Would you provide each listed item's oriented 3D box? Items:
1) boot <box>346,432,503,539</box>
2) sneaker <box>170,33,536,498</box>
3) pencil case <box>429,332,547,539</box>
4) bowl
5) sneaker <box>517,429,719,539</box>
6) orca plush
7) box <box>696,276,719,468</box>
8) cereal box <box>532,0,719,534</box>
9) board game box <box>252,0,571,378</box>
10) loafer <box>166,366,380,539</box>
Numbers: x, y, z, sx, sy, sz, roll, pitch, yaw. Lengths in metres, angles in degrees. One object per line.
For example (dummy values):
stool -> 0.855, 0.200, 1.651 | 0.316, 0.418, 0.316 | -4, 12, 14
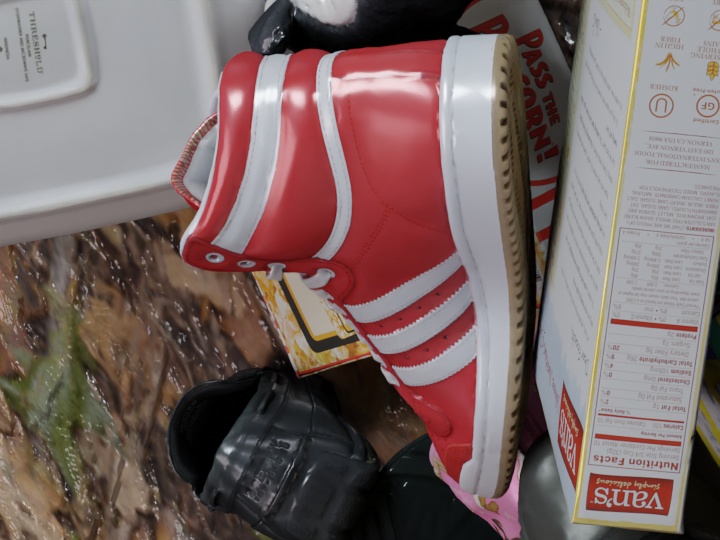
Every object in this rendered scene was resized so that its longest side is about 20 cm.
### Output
boot -> 0.004, 0.154, 1.246 | 0.073, 0.199, 0.162 | 20, 179, -7
sneaker -> 0.000, 0.000, 0.986 | 0.112, 0.071, 0.201 | 1, 136, 7
pencil case -> 0.108, 0.111, 1.074 | 0.200, 0.083, 0.087 | 50, 140, 21
bowl -> -0.120, -0.092, 1.046 | 0.075, 0.199, 0.201 | -108, 9, -57
sneaker -> 0.123, 0.120, 0.970 | 0.200, 0.076, 0.091 | 49, 163, 23
orca plush -> 0.032, -0.097, 0.962 | 0.071, 0.105, 0.200 | 42, 145, -9
box -> 0.166, 0.093, 0.960 | 0.200, 0.048, 0.117 | 56, 175, 0
cereal box -> 0.086, -0.039, 0.909 | 0.144, 0.039, 0.201 | -95, 10, -71
board game box -> 0.008, -0.048, 1.132 | 0.200, 0.046, 0.152 | -17, 98, 58
loafer -> -0.045, 0.068, 1.229 | 0.070, 0.068, 0.201 | 27, 180, -13
